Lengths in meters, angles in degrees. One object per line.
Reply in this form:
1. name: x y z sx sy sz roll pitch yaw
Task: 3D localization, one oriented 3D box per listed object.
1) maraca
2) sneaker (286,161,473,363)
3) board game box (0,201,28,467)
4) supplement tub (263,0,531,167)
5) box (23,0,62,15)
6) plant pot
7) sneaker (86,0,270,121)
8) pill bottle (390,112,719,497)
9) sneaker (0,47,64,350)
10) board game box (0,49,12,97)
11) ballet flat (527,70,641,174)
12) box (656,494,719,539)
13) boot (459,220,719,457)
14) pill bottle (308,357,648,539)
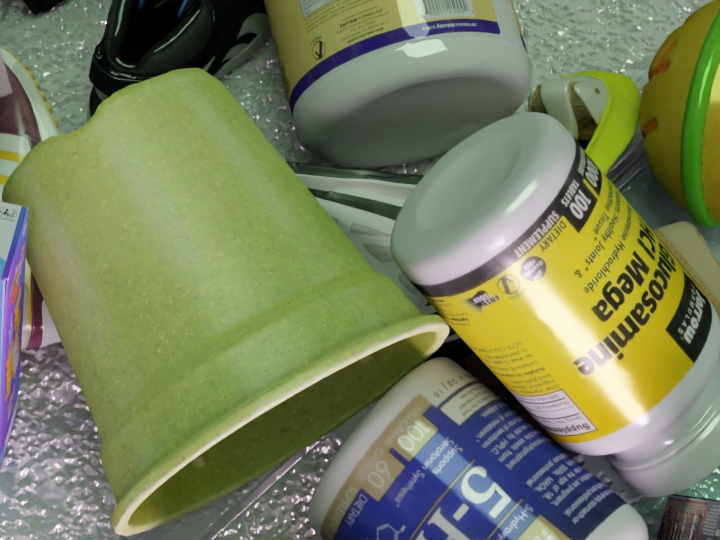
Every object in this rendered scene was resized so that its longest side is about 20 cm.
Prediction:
1. maraca: 0.233 -0.114 1.444 0.107 0.138 0.200 14 48 23
2. sneaker: 0.000 0.000 1.353 0.200 0.076 0.116 9 94 37
3. board game box: -0.244 0.026 1.232 0.134 0.200 0.045 13 56 -2
4. supplement tub: 0.011 -0.178 1.417 0.145 0.145 0.201 -9 71 -15
5. box: -0.151 -0.271 1.424 0.200 0.164 0.086 -35 69 -9
6. plant pot: -0.086 0.006 1.229 0.200 0.200 0.185 -28 80 -24
7. sneaker: -0.094 -0.167 1.428 0.073 0.112 0.200 25 58 5
8. pill bottle: 0.117 0.023 1.251 0.200 0.112 0.113 47 55 -23
9. sneaker: -0.212 -0.046 1.357 0.090 0.075 0.200 -18 62 -25
10. board game box: -0.321 -0.103 1.325 0.198 0.044 0.200 -24 26 -21
11. ballet flat: 0.116 -0.073 1.412 0.067 0.067 0.200 0 41 31
12. box: 0.235 0.153 1.240 0.136 0.200 0.040 15 86 -1
13. boot: 0.164 0.081 1.361 0.166 0.072 0.200 -29 68 -11
14. pill bottle: 0.082 0.151 1.258 0.200 0.120 0.120 39 60 15
